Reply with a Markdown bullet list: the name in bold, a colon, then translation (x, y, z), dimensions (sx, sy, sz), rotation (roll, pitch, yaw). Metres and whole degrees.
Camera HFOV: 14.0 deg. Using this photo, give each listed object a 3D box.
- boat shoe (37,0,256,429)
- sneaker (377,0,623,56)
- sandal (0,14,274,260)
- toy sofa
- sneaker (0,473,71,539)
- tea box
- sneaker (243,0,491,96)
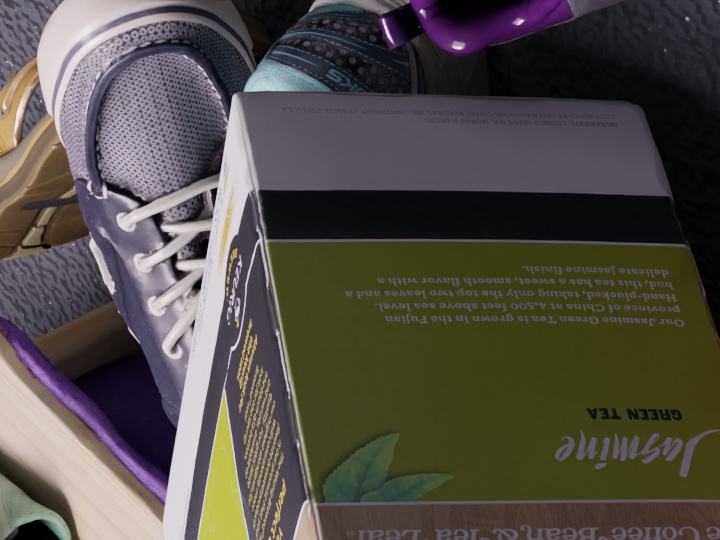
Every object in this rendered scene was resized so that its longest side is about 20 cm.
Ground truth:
- **boat shoe**: translation (-0.055, -0.016, 0.993), dimensions (0.200, 0.075, 0.093), rotation (76, 173, -63)
- **sneaker**: translation (0.088, -0.109, 0.824), dimensions (0.074, 0.088, 0.200), rotation (55, 141, -2)
- **sandal**: translation (-0.102, -0.055, 1.077), dimensions (0.200, 0.080, 0.054), rotation (-34, 70, 55)
- **toy sofa**: translation (-0.061, 0.086, 1.091), dimensions (0.200, 0.083, 0.098), rotation (39, 142, 35)
- **sneaker**: translation (-0.175, 0.165, 1.096), dimensions (0.118, 0.074, 0.201), rotation (18, 88, 46)
- **tea box**: translation (0.023, 0.082, 0.885), dimensions (0.197, 0.133, 0.200), rotation (-101, 17, -45)
- **sneaker**: translation (0.000, 0.000, 0.991), dimensions (0.078, 0.086, 0.200), rotation (12, 125, 40)
